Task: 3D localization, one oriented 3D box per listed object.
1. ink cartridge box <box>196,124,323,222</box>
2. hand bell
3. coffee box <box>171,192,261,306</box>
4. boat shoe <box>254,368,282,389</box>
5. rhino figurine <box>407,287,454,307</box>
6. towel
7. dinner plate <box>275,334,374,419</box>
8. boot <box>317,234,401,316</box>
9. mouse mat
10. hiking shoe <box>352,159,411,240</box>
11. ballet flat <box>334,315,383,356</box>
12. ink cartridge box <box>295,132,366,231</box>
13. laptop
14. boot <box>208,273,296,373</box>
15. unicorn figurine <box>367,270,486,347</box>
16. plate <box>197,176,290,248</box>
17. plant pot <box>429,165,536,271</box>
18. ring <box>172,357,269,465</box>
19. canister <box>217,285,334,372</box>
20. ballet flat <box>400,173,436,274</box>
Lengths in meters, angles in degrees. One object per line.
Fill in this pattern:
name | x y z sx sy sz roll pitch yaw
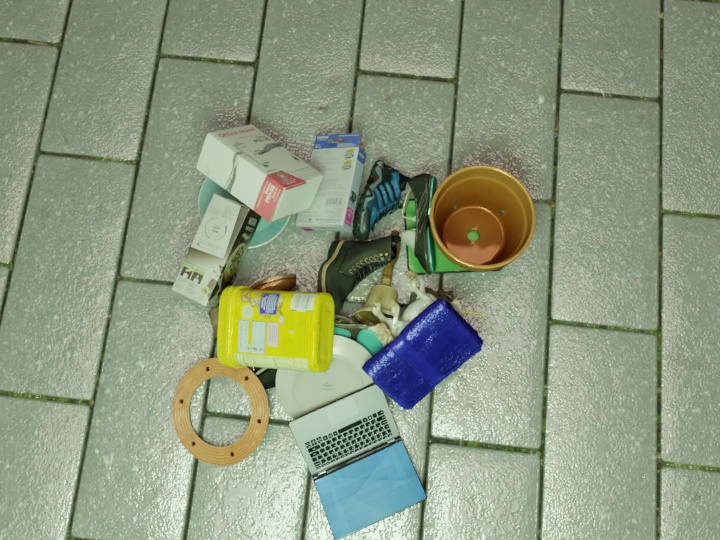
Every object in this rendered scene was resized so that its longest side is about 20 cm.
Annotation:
ink cartridge box | -0.196 -0.192 1.413 0.199 0.146 0.083 36 121 15
hand bell | 0.055 0.011 1.443 0.103 0.104 0.202 11 65 3
coffee box | -0.275 -0.038 1.413 0.079 0.113 0.202 24 91 6
boat shoe | -0.106 0.194 1.394 0.199 0.074 0.064 -14 68 -7
rhino figurine | 0.125 0.125 1.415 0.086 0.060 0.202 12 75 -2
towel | 0.118 0.158 1.324 0.200 0.050 0.148 -43 123 8
dinner plate | -0.060 0.216 1.362 0.197 0.024 0.203 -1 108 -2
boot | 0.000 0.000 1.380 0.137 0.078 0.201 -10 41 19
mouse mat | 0.190 -0.073 1.491 0.197 0.008 0.163 -3 76 1
hiking shoe | 0.043 -0.137 1.451 0.086 0.075 0.201 20 56 -1
ballet flat | -0.013 0.119 1.383 0.198 0.076 0.068 17 116 -8
ink cartridge box | -0.056 -0.179 1.479 0.118 0.042 0.203 3 76 33
laptop | -0.006 0.345 1.331 0.185 0.116 0.202 -23 112 -5
boot | -0.186 0.108 1.414 0.198 0.077 0.156 -28 76 -4
unicorn figurine | 0.111 0.074 1.351 0.199 0.074 0.138 -35 116 -1
plate | -0.235 -0.139 1.503 0.197 0.026 0.203 0 77 0
plant pot | 0.229 -0.084 1.418 0.197 0.140 0.203 0 75 1
ring | -0.264 0.267 1.384 0.198 0.019 0.203 -1 85 14
canister | -0.150 0.106 1.309 0.198 0.086 0.151 2 88 24
ballet flat | 0.118 -0.093 1.460 0.068 0.068 0.203 -1 82 17
